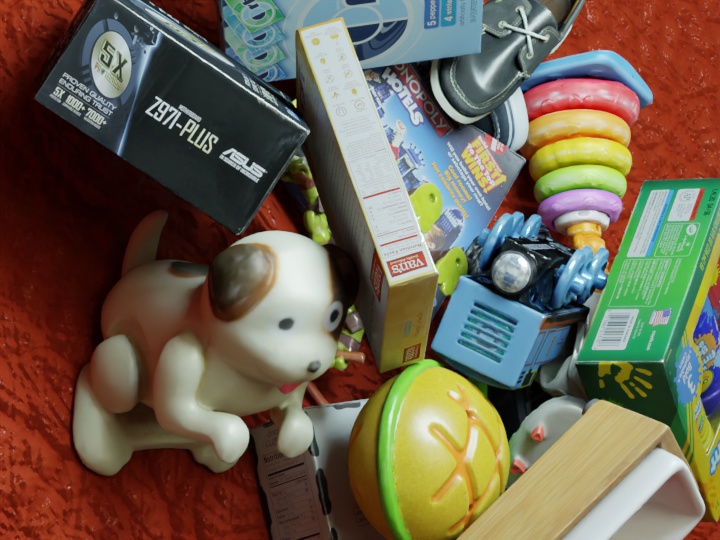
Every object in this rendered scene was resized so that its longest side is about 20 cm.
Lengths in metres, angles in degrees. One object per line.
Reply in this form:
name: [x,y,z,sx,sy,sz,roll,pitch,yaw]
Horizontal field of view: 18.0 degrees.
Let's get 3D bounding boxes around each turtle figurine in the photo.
turtle figurine: [0.000,0.000,1.666,0.064,0.160,0.202,-17,95,-53]

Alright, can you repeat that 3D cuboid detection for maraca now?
maraca: [0.057,0.132,1.598,0.200,0.106,0.138,4,88,-64]

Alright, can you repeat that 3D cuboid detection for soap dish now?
soap dish: [0.142,0.188,1.573,0.081,0.200,0.157,45,-3,26]

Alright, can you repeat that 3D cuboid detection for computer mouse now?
computer mouse: [0.118,0.067,1.792,0.138,0.052,0.202,-19,98,-58]

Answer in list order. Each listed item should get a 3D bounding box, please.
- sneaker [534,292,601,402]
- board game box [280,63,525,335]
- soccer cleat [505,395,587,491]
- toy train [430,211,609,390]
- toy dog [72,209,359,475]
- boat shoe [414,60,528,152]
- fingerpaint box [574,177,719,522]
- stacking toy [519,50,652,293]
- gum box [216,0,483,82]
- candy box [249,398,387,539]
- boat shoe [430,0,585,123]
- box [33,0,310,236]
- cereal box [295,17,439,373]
sneaker: [0.177,0.114,1.772,0.115,0.073,0.202,9,82,-38]
board game box: [0.033,-0.075,1.781,0.200,0.062,0.201,-39,100,-43]
soccer cleat: [0.139,0.159,1.716,0.069,0.201,0.078,13,41,5]
toy train: [0.118,0.023,1.651,0.086,0.115,0.200,27,8,13]
toy dog: [-0.084,0.041,1.540,0.139,0.199,0.196,13,65,-37]
boat shoe: [0.053,-0.171,1.837,0.091,0.071,0.201,-29,87,-41]
fingerpaint box: [0.241,0.059,1.703,0.201,0.073,0.168,-63,142,-42]
stacking toy: [0.181,-0.069,1.863,0.116,0.109,0.202,30,52,-57]
gum box: [-0.008,-0.220,1.672,0.198,0.171,0.045,-8,51,-6]
candy box: [0.021,0.195,1.660,0.167,0.071,0.202,-5,77,-41]
boat shoe: [0.121,-0.190,1.805,0.072,0.068,0.200,48,50,-6]
box: [-0.130,-0.118,1.545,0.163,0.200,0.086,34,96,-10]
cereal box: [0.001,-0.049,1.534,0.039,0.144,0.201,-16,67,-10]
